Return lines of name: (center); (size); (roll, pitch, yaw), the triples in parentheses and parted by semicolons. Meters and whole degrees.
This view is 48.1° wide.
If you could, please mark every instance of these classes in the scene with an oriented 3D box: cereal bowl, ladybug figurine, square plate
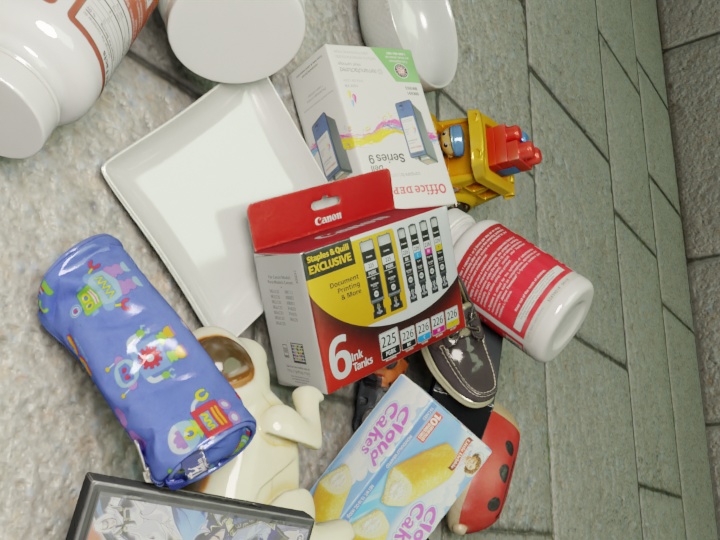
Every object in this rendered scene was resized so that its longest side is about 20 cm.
cereal bowl: (0.057, -0.344, 1.130); (0.199, 0.082, 0.205); (25, 59, -52)
ladybug figurine: (0.169, 0.269, 1.094); (0.137, 0.071, 0.202); (79, 29, -49)
square plate: (-0.120, -0.066, 0.773); (0.200, 0.028, 0.200); (-44, 114, -31)

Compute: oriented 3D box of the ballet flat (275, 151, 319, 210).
ballet flat: (-0.066, -0.047, 0.867); (0.203, 0.064, 0.071); (66, 31, -21)

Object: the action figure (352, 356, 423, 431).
action figure: (0.030, 0.138, 0.967); (0.200, 0.102, 0.198); (66, 26, -77)

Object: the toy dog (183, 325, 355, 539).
toy dog: (-0.118, 0.150, 0.690); (0.191, 0.138, 0.205); (-11, 88, -38)

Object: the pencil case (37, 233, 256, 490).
pencil case: (-0.162, 0.070, 0.595); (0.086, 0.078, 0.201); (-34, 73, -24)

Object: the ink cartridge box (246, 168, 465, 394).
ink cartridge box: (0.000, 0.000, 0.798); (0.198, 0.083, 0.179); (-21, 104, -39)

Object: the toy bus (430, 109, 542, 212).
toy bus: (0.142, -0.159, 1.109); (0.198, 0.189, 0.139); (17, 68, -52)

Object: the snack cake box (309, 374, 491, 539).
snack cake box: (0.028, 0.224, 0.822); (0.115, 0.067, 0.201); (41, 85, -32)

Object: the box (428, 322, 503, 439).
box: (0.131, 0.133, 1.029); (0.202, 0.077, 0.143); (-70, 174, -48)

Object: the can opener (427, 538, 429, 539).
can opener: (0.015, 0.290, 0.909); (0.064, 0.078, 0.200); (-49, 128, -4)

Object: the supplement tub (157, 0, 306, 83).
supplement tub: (-0.123, -0.292, 0.749); (0.140, 0.139, 0.203); (30, 40, -49)

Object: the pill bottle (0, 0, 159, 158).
pill bottle: (-0.234, -0.186, 0.611); (0.112, 0.110, 0.203); (49, 43, -36)

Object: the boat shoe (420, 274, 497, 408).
boat shoe: (0.102, 0.057, 0.922); (0.071, 0.065, 0.203); (-10, 63, -26)

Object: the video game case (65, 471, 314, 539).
video game case: (-0.139, 0.263, 0.581); (0.178, 0.025, 0.204); (19, 84, -29)

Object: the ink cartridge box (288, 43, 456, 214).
ink cartridge box: (0.015, -0.153, 0.953); (0.143, 0.087, 0.204); (-8, 81, -41)

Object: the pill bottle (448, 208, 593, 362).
pill bottle: (0.172, 0.011, 0.980); (0.112, 0.199, 0.113); (-37, 148, -28)
